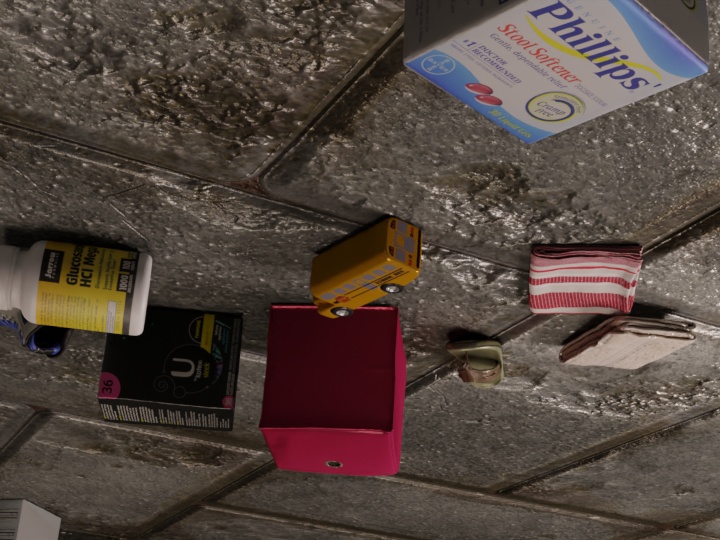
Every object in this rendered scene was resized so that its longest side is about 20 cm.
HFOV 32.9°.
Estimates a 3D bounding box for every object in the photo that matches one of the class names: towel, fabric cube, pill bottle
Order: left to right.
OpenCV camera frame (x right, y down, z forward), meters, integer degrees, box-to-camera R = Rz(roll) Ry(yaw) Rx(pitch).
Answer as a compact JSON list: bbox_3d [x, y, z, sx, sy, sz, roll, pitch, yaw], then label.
[{"bbox_3d":[-0.383,0.020,1.621,0.200,0.113,0.112,7,155,-9],"label":"pill bottle"},{"bbox_3d":[-0.036,0.180,1.820,0.196,0.200,0.199,2,155,5],"label":"fabric cube"},{"bbox_3d":[0.299,0.018,1.644,0.144,0.023,0.200,1,155,7],"label":"towel"},{"bbox_3d":[0.391,0.111,1.794,0.132,0.035,0.200,7,160,-14],"label":"towel"}]

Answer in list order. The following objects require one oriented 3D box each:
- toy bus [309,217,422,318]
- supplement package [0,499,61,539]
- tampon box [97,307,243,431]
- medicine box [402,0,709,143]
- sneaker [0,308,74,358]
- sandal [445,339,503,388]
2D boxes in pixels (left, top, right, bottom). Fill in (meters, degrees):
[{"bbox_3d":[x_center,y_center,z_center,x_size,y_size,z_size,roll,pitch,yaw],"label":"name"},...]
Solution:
[{"bbox_3d":[0.000,0.000,1.588,0.078,0.065,0.200,21,150,-33],"label":"toy bus"},{"bbox_3d":[-0.859,0.684,2.997,0.147,0.200,0.191,-4,153,16],"label":"supplement package"},{"bbox_3d":[-0.284,0.149,1.841,0.200,0.150,0.126,5,156,-5],"label":"tampon box"},{"bbox_3d":[0.168,-0.218,1.058,0.200,0.103,0.182,-19,147,41],"label":"medicine box"},{"bbox_3d":[-0.470,0.068,1.732,0.199,0.115,0.081,-14,149,32],"label":"sneaker"},{"bbox_3d":[0.187,0.154,1.904,0.080,0.057,0.201,-5,154,17],"label":"sandal"}]
